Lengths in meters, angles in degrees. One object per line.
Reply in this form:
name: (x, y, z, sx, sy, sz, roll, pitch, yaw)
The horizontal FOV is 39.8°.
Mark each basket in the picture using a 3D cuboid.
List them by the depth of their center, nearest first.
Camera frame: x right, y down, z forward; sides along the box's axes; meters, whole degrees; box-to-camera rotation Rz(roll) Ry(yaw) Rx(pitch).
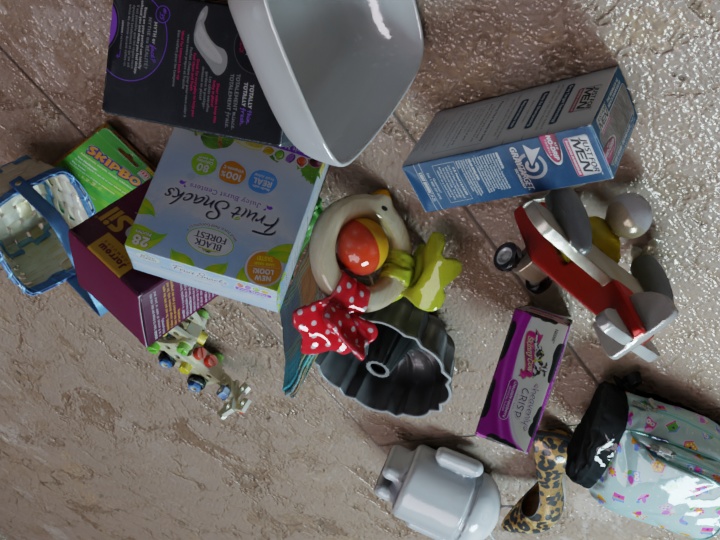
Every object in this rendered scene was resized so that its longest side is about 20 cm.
basket: (-0.397, -0.048, 1.260, 0.200, 0.138, 0.177, 42, 155, 36)

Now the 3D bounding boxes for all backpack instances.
backpack: (0.359, 0.231, 1.196, 0.198, 0.127, 0.168, 20, 139, 4)

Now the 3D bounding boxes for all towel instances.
towel: (-0.068, 0.050, 1.237, 0.021, 0.148, 0.201, 6, 146, -16)

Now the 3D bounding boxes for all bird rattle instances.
bird rattle: (0.000, 0.000, 1.106, 0.112, 0.199, 0.165, -7, 106, 67)

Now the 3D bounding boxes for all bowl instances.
bowl: (-0.032, -0.213, 0.855, 0.074, 0.200, 0.201, 5, 136, 34)

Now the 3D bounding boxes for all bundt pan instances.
bundt pan: (0.035, 0.099, 1.278, 0.200, 0.076, 0.203, 17, 142, 14)

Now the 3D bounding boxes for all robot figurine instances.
robot figurine: (0.123, 0.333, 1.469, 0.198, 0.113, 0.171, 24, 127, 5)

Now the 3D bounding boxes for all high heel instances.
high heel: (0.234, 0.290, 1.375, 0.142, 0.072, 0.200, 36, 125, -21)

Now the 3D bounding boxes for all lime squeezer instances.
lime squeezer: (-0.077, -0.080, 1.164, 0.070, 0.038, 0.202, 8, 124, 33)

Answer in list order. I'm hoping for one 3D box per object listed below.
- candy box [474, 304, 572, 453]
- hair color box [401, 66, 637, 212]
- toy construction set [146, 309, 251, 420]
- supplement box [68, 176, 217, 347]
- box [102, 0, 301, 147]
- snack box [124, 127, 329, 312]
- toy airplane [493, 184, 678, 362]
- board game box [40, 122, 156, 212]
candy box: (0.181, 0.111, 1.076, 0.060, 0.138, 0.200, 18, -176, 12)
hair color box: (0.148, -0.119, 0.931, 0.198, 0.100, 0.061, -9, 125, 38)
toy construction set: (-0.238, 0.131, 1.482, 0.130, 0.092, 0.201, -18, 113, 43)
supplement box: (-0.216, -0.031, 1.152, 0.131, 0.200, 0.104, 38, 148, 21)
box: (-0.137, -0.198, 0.974, 0.198, 0.106, 0.124, 14, 103, 19)
snack box: (-0.133, -0.077, 1.055, 0.167, 0.202, 0.068, 16, 159, 4)
toy airplane: (0.237, -0.009, 0.960, 0.198, 0.142, 0.200, 37, -173, 5)
board game box: (-0.338, -0.123, 1.288, 0.096, 0.030, 0.199, 44, 143, -22)
